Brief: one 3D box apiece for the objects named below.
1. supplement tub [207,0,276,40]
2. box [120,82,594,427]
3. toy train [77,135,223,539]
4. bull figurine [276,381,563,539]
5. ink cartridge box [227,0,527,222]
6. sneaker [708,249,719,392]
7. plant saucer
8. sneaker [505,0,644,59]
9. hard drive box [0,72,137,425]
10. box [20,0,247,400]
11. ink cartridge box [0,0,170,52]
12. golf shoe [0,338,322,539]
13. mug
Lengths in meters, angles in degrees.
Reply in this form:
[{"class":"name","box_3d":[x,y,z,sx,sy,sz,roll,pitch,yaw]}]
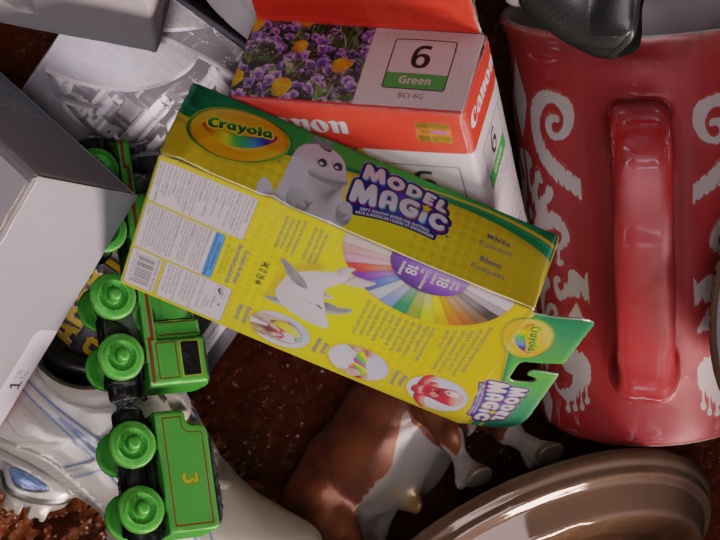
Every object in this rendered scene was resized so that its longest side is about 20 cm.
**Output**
[{"class":"supplement tub","box_3d":[0.016,-0.198,0.961,0.144,0.145,0.200,30,125,-6]},{"class":"box","box_3d":[0.000,0.000,0.955,0.199,0.049,0.117,25,148,-2]},{"class":"toy train","box_3d":[-0.101,0.032,1.011,0.056,0.042,0.201,-4,79,-20]},{"class":"bull figurine","box_3d":[0.028,0.079,1.068,0.065,0.122,0.201,7,125,-40]},{"class":"ink cartridge box","box_3d":[0.004,-0.067,0.943,0.108,0.051,0.200,6,146,18]},{"class":"sneaker","box_3d":[0.232,-0.025,0.964,0.108,0.070,0.201,12,75,33]},{"class":"plant saucer","box_3d":[0.087,0.158,1.058,0.200,0.200,0.030,-33,57,8]},{"class":"sneaker","box_3d":[0.144,-0.174,0.931,0.085,0.074,0.200,44,94,10]},{"class":"hard drive box","box_3d":[-0.226,-0.032,1.012,0.200,0.077,0.156,41,106,28]},{"class":"box","box_3d":[-0.111,-0.035,1.074,0.158,0.048,0.200,35,102,-7]},{"class":"ink cartridge box","box_3d":[-0.109,-0.209,0.955,0.084,0.146,0.201,13,86,-2]},{"class":"golf shoe","box_3d":[-0.098,0.089,1.043,0.199,0.078,0.098,23,98,-5]},{"class":"mug","box_3d":[0.124,-0.022,1.017,0.133,0.177,0.201,10,112,34]}]
